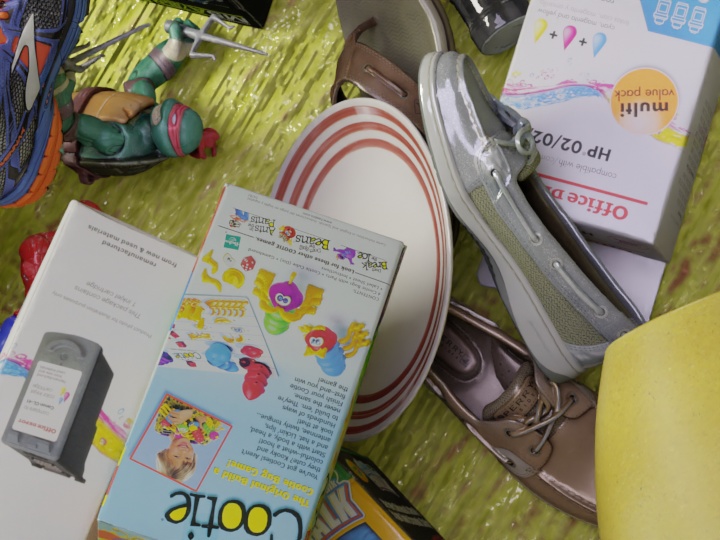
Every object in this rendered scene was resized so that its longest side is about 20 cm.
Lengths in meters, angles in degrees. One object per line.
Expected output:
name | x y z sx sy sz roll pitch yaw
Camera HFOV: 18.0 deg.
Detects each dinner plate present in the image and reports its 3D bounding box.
dinner plate | 0.000 0.000 1.328 0.200 0.024 0.201 -11 77 54

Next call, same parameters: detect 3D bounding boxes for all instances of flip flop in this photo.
flip flop | 0.013 -0.094 1.364 0.081 0.057 0.201 -11 80 45

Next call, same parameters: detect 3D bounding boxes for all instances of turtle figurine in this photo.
turtle figurine | -0.165 -0.104 1.392 0.199 0.150 0.101 3 101 23

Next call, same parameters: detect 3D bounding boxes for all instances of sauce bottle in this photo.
sauce bottle | 0.041 -0.223 1.389 0.065 0.065 0.200 -35 74 6

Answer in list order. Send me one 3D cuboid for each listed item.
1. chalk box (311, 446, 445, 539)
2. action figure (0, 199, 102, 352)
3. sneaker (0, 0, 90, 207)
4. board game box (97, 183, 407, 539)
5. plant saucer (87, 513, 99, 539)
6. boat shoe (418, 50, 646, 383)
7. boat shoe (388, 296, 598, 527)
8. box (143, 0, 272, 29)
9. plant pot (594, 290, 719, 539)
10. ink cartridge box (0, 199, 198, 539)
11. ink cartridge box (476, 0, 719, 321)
chalk box | -0.017 0.181 1.300 0.124 0.125 0.200 -46 72 2
action figure | -0.190 0.056 1.398 0.099 0.065 0.200 23 87 24
sneaker | -0.205 -0.123 1.276 0.075 0.078 0.201 18 113 29
board game box | -0.059 0.075 1.203 0.105 0.103 0.200 19 64 2
plant saucer | -0.136 0.132 1.329 0.034 0.200 0.201 31 88 -25
boat shoe | 0.093 -0.036 1.269 0.065 0.074 0.202 -23 98 18
boat shoe | 0.095 0.083 1.318 0.200 0.065 0.071 35 90 18
box | -0.169 -0.211 1.374 0.199 0.193 0.048 15 86 17
plant pot | 0.203 0.088 1.214 0.200 0.200 0.142 -24 79 9
ink cartridge box | -0.171 0.080 1.272 0.085 0.148 0.200 23 72 -7
ink cartridge box | 0.140 -0.078 1.335 0.115 0.068 0.201 15 85 17
